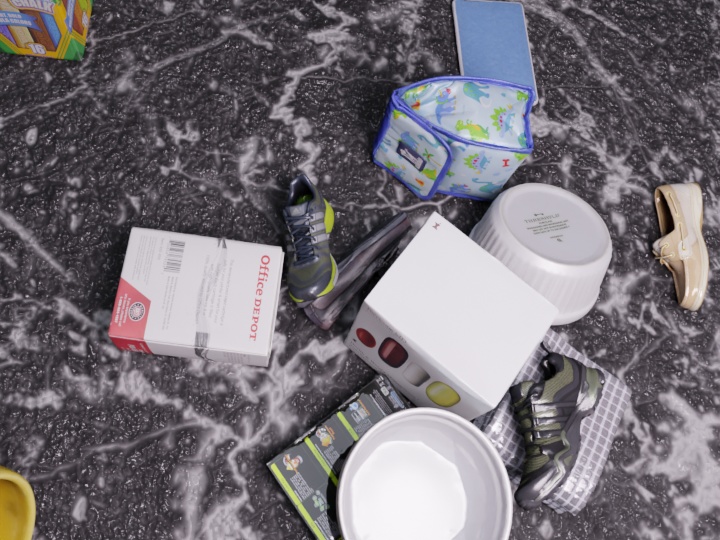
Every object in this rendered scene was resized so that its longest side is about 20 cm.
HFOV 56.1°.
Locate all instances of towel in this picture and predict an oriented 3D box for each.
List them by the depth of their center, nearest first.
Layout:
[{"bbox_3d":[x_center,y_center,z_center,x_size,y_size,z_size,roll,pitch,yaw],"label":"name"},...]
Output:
[{"bbox_3d":[0.252,0.190,0.892,0.164,0.086,0.201,32,69,3],"label":"towel"}]

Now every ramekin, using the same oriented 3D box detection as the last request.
[{"bbox_3d":[0.065,0.266,0.779,0.197,0.105,0.204,3,72,-9],"label":"ramekin"},{"bbox_3d":[0.251,-0.032,0.931,0.199,0.095,0.205,7,48,-8],"label":"ramekin"}]

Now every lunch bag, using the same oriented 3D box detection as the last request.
[{"bbox_3d":[0.124,-0.185,0.954,0.197,0.170,0.130,10,71,-6],"label":"lunch bag"}]

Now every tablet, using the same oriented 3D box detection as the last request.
[{"bbox_3d":[0.223,-0.365,1.125,0.128,0.014,0.203,0,71,-9],"label":"tablet"}]

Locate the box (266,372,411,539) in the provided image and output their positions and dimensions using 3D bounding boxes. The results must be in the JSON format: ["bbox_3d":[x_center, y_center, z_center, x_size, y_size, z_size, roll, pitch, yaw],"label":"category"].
[{"bbox_3d":[0.013,0.267,0.850,0.192,0.048,0.201,-36,80,-16],"label":"box"}]

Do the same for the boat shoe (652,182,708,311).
[{"bbox_3d":[0.476,-0.038,1.021,0.068,0.074,0.203,4,68,6],"label":"boat shoe"}]

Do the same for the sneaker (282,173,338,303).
[{"bbox_3d":[-0.076,-0.044,0.896,0.073,0.081,0.202,-17,47,10],"label":"sneaker"}]

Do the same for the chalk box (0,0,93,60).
[{"bbox_3d":[-0.462,-0.410,0.937,0.122,0.200,0.127,4,70,-7],"label":"chalk box"}]

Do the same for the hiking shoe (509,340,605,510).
[{"bbox_3d":[0.215,0.186,0.815,0.100,0.076,0.201,30,61,9],"label":"hiking shoe"}]

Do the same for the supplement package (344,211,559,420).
[{"bbox_3d":[0.102,0.074,0.850,0.190,0.200,0.147,38,69,7],"label":"supplement package"}]

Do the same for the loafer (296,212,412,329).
[{"bbox_3d":[0.000,0.000,0.940,0.199,0.072,0.063,-40,100,-13],"label":"loafer"}]

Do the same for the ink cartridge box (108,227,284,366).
[{"bbox_3d":[-0.206,0.038,0.878,0.196,0.083,0.149,8,69,-6],"label":"ink cartridge box"}]

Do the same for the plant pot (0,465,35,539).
[{"bbox_3d":[-0.484,0.276,0.702,0.186,0.201,0.203,17,68,13],"label":"plant pot"}]
